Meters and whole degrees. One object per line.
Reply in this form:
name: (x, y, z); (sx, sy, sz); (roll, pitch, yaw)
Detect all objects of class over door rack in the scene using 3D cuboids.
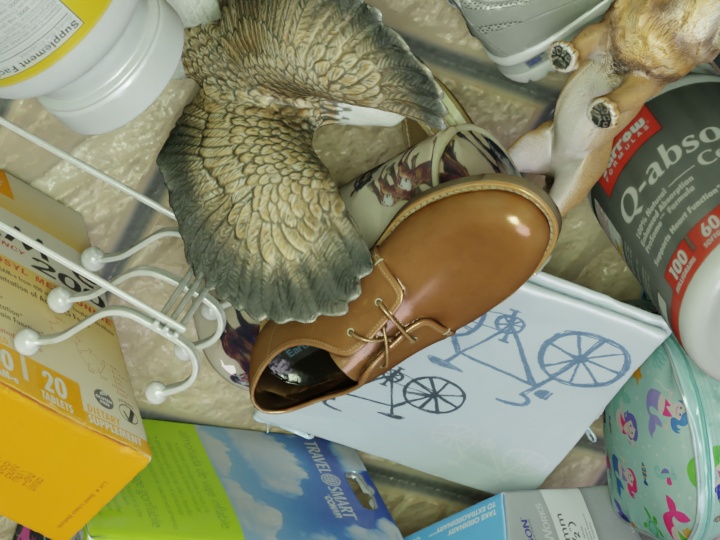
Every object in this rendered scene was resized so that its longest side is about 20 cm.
over door rack: (-0.154, -0.022, 1.262); (0.200, 0.148, 0.067); (40, 108, -6)

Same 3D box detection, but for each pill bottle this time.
pill bottle: (-0.174, -0.152, 1.207); (0.112, 0.112, 0.200); (-39, 133, 9)
pill bottle: (0.193, -0.037, 1.402); (0.116, 0.200, 0.116); (-12, 129, -15)

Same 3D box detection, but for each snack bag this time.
snack bag: (0.056, 0.058, 1.468); (0.188, 0.021, 0.200); (18, 138, -12)

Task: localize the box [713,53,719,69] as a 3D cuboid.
box: (0.304, -0.186, 1.400); (0.200, 0.104, 0.182); (7, 122, -27)

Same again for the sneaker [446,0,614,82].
sneaker: (0.130, -0.186, 1.348); (0.200, 0.075, 0.082); (-44, 130, 14)

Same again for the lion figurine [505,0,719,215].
lion figurine: (0.127, -0.086, 1.349); (0.122, 0.072, 0.200); (-33, 171, -48)

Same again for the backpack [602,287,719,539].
backpack: (0.232, 0.086, 1.488); (0.150, 0.200, 0.178); (-12, 106, -24)

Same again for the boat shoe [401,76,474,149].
boat shoe: (0.049, -0.021, 1.440); (0.066, 0.074, 0.200); (-26, 130, -9)

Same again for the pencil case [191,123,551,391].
pencil case: (0.000, 0.000, 1.341); (0.200, 0.078, 0.090); (-27, 96, 36)

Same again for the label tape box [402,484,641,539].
label tape box: (0.060, 0.183, 1.523); (0.143, 0.066, 0.200); (-28, 160, 33)

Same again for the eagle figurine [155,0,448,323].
eagle figurine: (-0.035, -0.084, 1.269); (0.151, 0.200, 0.152); (-23, 112, 5)

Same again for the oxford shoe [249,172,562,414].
oxford shoe: (0.020, 0.020, 1.251); (0.071, 0.071, 0.200); (43, 129, -16)

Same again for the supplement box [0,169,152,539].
supplement box: (-0.191, 0.028, 1.297); (0.126, 0.200, 0.074); (31, 114, -37)

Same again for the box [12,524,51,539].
box: (-0.161, 0.239, 1.510); (0.115, 0.132, 0.200); (10, 120, -23)

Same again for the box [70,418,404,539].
box: (-0.084, 0.139, 1.473); (0.200, 0.122, 0.048); (7, 119, -26)
